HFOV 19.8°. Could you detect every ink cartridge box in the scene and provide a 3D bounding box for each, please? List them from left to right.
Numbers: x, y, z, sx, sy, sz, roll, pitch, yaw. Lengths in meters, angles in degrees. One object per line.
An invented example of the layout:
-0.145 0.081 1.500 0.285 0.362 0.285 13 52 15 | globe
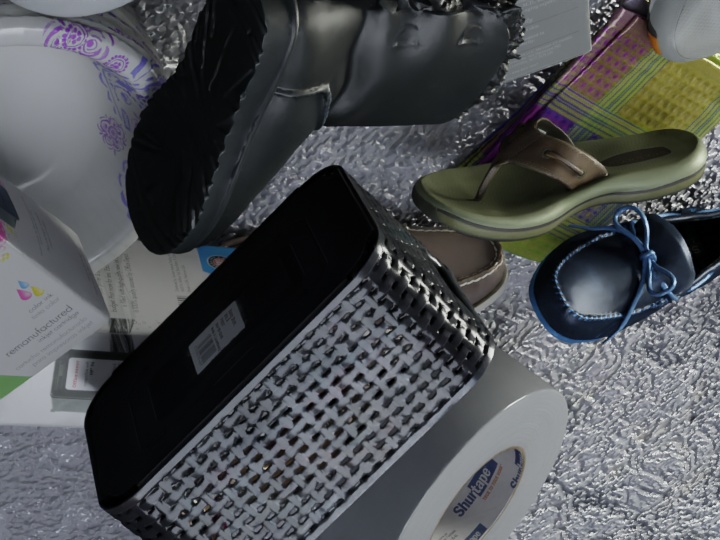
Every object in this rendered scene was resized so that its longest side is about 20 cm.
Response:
-0.230 -0.008 1.009 0.117 0.067 0.200 -35 140 11 | ink cartridge box
-0.153 0.035 1.191 0.199 0.116 0.068 4 116 -14 | ink cartridge box

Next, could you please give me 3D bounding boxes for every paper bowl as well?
-0.201 -0.081 1.083 0.200 0.105 0.201 -16 140 -14 | paper bowl

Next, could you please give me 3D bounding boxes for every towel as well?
0.152 -0.087 1.333 0.143 0.023 0.200 21 122 -42 | towel

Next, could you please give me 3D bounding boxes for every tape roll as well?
0.057 0.148 1.438 0.200 0.066 0.201 -41 152 -27 | tape roll

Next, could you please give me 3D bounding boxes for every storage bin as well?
-0.042 0.058 1.084 0.200 0.135 0.094 -44 115 7 | storage bin

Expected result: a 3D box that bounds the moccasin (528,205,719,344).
0.188 -0.012 1.365 0.200 0.081 0.068 -27 175 -45 | moccasin

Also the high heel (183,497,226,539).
-0.114 0.154 1.392 0.067 0.096 0.200 -18 140 -10 | high heel

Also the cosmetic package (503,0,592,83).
0.064 -0.205 1.092 0.090 0.107 0.200 -21 139 -5 | cosmetic package

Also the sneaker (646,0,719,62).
0.268 -0.175 1.235 0.199 0.092 0.076 -28 128 -1 | sneaker

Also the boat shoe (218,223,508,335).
0.000 0.000 1.306 0.199 0.072 0.060 -7 138 -10 | boat shoe

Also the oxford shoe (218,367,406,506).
-0.036 0.100 1.383 0.200 0.073 0.085 -17 140 -48 | oxford shoe

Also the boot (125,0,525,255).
-0.018 -0.087 1.046 0.162 0.074 0.199 -9 145 -36 | boot

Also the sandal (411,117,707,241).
0.121 -0.069 1.271 0.200 0.080 0.058 -16 123 -22 | sandal

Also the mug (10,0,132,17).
-0.119 -0.199 0.933 0.148 0.199 0.176 -51 154 -30 | mug
